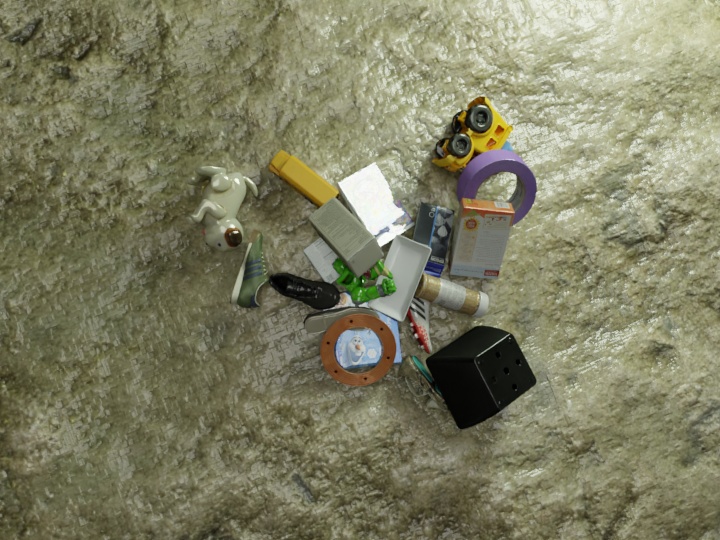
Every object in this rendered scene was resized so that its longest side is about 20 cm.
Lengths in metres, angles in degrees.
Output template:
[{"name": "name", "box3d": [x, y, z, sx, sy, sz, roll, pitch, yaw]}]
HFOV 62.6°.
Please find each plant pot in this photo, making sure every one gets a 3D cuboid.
[{"name": "plant pot", "box3d": [0.316, 0.259, 1.476, 0.197, 0.177, 0.203, -27, 88, -24]}]

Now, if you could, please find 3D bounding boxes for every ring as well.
[{"name": "ring", "box3d": [-0.005, 0.202, 1.513, 0.195, 0.019, 0.205, -1, 109, -4]}]

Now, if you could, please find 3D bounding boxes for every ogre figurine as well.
[{"name": "ogre figurine", "box3d": [0.000, 0.000, 1.510, 0.119, 0.098, 0.202, -37, 82, 11]}]

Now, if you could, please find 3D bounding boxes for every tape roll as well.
[{"name": "tape roll", "box3d": [0.353, -0.207, 1.538, 0.195, 0.066, 0.204, -4, 123, -7]}]

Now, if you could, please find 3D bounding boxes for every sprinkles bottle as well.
[{"name": "sprinkles bottle", "box3d": [0.236, 0.065, 1.543, 0.196, 0.068, 0.070, 18, 85, -18]}]

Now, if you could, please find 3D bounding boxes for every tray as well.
[{"name": "tray", "box3d": [0.102, 0.020, 1.530, 0.106, 0.022, 0.204, 23, 91, 19]}]

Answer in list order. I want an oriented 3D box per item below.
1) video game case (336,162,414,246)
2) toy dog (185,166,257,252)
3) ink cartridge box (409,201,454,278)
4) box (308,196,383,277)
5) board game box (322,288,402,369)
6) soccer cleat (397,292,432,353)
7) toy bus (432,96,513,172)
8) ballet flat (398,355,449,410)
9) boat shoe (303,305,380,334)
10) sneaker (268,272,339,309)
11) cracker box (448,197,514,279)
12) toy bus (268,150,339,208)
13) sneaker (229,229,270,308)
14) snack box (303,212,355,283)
[{"name": "video game case", "box3d": [0.041, -0.174, 1.573, 0.142, 0.018, 0.202, -32, 89, -30]}, {"name": "toy dog", "box3d": [-0.362, -0.150, 1.542, 0.191, 0.138, 0.205, -1, 84, -39]}, {"name": "ink cartridge box", "box3d": [0.185, -0.074, 1.573, 0.097, 0.039, 0.205, 12, 76, -2]}, {"name": "box", "box3d": [-0.038, -0.085, 1.478, 0.094, 0.078, 0.200, -38, 50, -4]}, {"name": "board game box", "box3d": [0.003, 0.152, 1.567, 0.194, 0.043, 0.205, -7, 86, -3]}, {"name": "soccer cleat", "box3d": [0.159, 0.118, 1.564, 0.084, 0.069, 0.204, -22, 83, -8]}, {"name": "toy bus", "box3d": [0.315, -0.326, 1.577, 0.191, 0.136, 0.202, 36, 88, -15]}, {"name": "ballet flat", "box3d": [0.178, 0.312, 1.556, 0.200, 0.068, 0.075, 44, 106, -2]}, {"name": "boat shoe", "box3d": [-0.049, 0.121, 1.520, 0.195, 0.057, 0.068, -6, 110, -4]}, {"name": "sneaker", "box3d": [-0.149, 0.052, 1.521, 0.196, 0.091, 0.078, 11, 86, 18]}, {"name": "cracker box", "box3d": [0.309, -0.080, 1.534, 0.131, 0.058, 0.204, 6, 122, -2]}, {"name": "toy bus", "box3d": [-0.151, -0.238, 1.568, 0.199, 0.078, 0.066, 38, 86, 1]}, {"name": "sneaker", "box3d": [-0.273, 0.003, 1.560, 0.088, 0.067, 0.205, 18, 86, -8]}, {"name": "snack box", "box3d": [-0.042, -0.065, 1.582, 0.198, 0.037, 0.117, -37, 90, -4]}]
